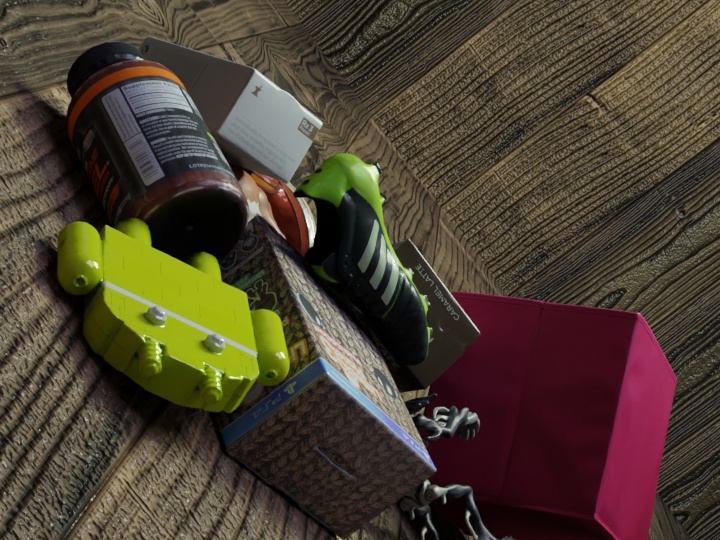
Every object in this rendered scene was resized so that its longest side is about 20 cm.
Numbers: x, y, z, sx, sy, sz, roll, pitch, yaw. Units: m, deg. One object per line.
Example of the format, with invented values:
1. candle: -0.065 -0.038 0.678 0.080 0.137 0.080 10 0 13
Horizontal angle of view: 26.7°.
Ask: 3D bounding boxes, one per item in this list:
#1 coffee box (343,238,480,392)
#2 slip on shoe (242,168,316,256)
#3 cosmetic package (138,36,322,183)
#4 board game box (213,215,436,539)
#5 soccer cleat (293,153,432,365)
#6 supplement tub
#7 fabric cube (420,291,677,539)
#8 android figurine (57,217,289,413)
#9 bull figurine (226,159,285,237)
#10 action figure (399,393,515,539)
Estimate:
1. coffee box: 0.016 0.050 1.432 0.115 0.080 0.200 51 -20 -6
2. slip on shoe: -0.109 -0.080 1.629 0.061 0.074 0.201 -16 72 -42
3. cosmetic package: -0.138 -0.154 1.438 0.101 0.074 0.200 35 -6 -39
4. board game box: -0.048 0.083 1.210 0.159 0.097 0.200 44 13 -42
5. soccer cleat: 0.000 0.000 1.270 0.067 0.081 0.201 12 -51 54
6. supplement tub: -0.173 -0.096 1.226 0.107 0.107 0.201 39 15 -54
7. fabric cube: 0.181 0.156 1.482 0.196 0.199 0.201 46 55 -59
8. android figurine: -0.132 0.030 1.062 0.181 0.041 0.200 28 19 -20
9. bull figurine: -0.131 -0.062 1.434 0.122 0.065 0.200 61 14 20
10. action figure: 0.049 0.172 1.333 0.201 0.118 0.102 62 19 -5
